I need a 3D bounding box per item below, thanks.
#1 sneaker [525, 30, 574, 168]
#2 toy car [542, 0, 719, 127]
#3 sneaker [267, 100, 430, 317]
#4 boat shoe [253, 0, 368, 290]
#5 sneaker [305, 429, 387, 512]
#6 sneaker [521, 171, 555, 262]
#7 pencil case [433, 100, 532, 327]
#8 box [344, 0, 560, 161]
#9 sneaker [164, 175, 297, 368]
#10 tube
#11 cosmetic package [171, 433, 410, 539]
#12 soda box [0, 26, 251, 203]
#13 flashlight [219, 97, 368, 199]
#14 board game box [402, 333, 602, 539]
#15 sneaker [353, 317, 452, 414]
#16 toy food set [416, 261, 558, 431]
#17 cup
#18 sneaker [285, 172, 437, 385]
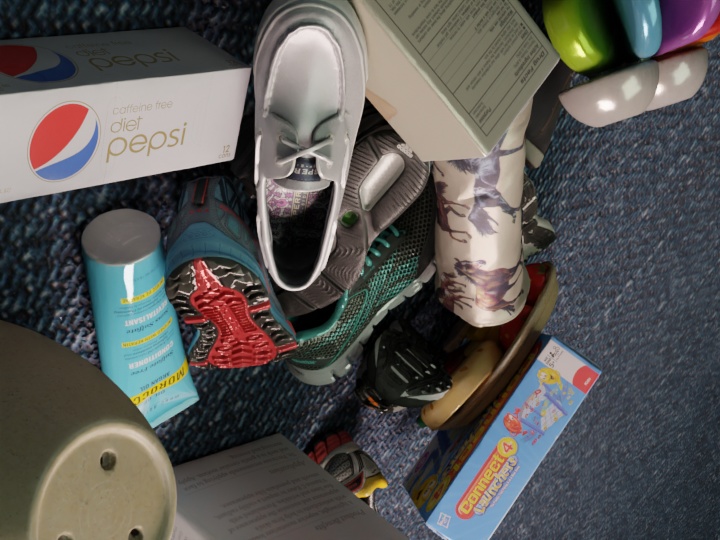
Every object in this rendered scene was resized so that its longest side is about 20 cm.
[{"bbox_3d":[0.120,-0.166,0.965,0.107,0.074,0.200,-65,154,0],"label":"sneaker"},{"bbox_3d":[0.234,-0.221,0.936,0.199,0.149,0.177,-20,95,-43],"label":"toy car"},{"bbox_3d":[-0.013,-0.053,0.866,0.200,0.075,0.116,-43,-164,30],"label":"sneaker"},{"bbox_3d":[-0.036,-0.072,0.699,0.071,0.069,0.201,6,133,-11],"label":"boat shoe"},{"bbox_3d":[-0.031,0.256,1.112,0.077,0.082,0.202,-17,132,-45],"label":"sneaker"},{"bbox_3d":[0.109,-0.063,1.014,0.077,0.085,0.200,-35,155,4],"label":"sneaker"},{"bbox_3d":[0.092,-0.060,0.878,0.090,0.077,0.202,-81,168,-53],"label":"pencil case"},{"bbox_3d":[0.023,-0.169,0.713,0.200,0.077,0.095,48,69,-24],"label":"box"},{"bbox_3d":[-0.087,0.003,0.806,0.078,0.096,0.200,-4,154,-2],"label":"sneaker"},{"bbox_3d":[-0.153,0.046,0.799,0.077,0.050,0.201,-25,142,-23],"label":"tube"},{"bbox_3d":[-0.076,0.269,0.949,0.164,0.199,0.166,-9,125,-49],"label":"cosmetic package"},{"bbox_3d":[-0.158,-0.089,0.643,0.199,0.068,0.064,-18,132,-46],"label":"soda box"},{"bbox_3d":[-0.020,-0.137,0.800,0.200,0.068,0.068,-47,152,-7],"label":"flashlight"},{"bbox_3d":[0.126,0.153,1.089,0.201,0.056,0.196,-55,-177,-3],"label":"board game box"},{"bbox_3d":[0.031,0.096,1.010,0.079,0.074,0.200,-48,177,5],"label":"sneaker"},{"bbox_3d":[0.118,0.070,1.106,0.201,0.048,0.198,-56,-177,-5],"label":"toy food set"},{"bbox_3d":[-0.188,0.129,0.654,0.199,0.142,0.203,-3,93,-52],"label":"cup"},{"bbox_3d":[0.000,0.000,0.924,0.201,0.077,0.091,-56,155,-4],"label":"sneaker"}]
